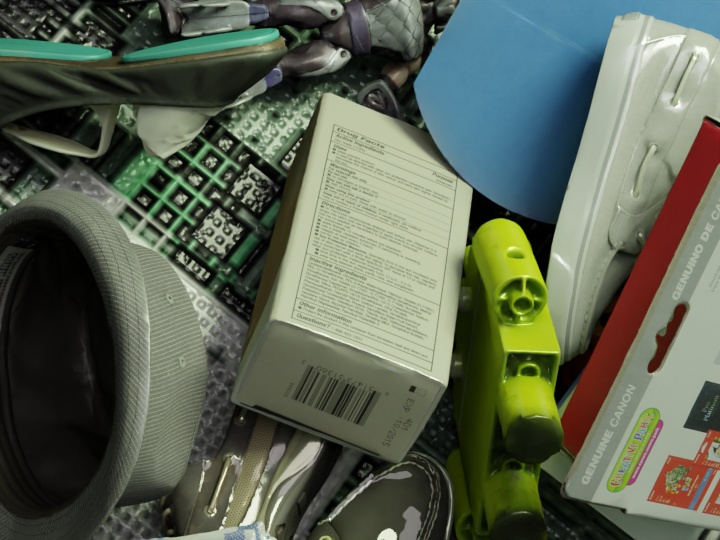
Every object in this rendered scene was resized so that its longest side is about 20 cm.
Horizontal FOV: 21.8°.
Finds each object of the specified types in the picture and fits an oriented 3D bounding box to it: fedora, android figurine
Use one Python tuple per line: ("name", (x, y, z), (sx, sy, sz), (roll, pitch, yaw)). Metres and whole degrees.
("fedora", (-0.142, 0.059, 0.996), (0.090, 0.177, 0.201), (8, 58, -45))
("android figurine", (0.075, 0.060, 1.038), (0.041, 0.183, 0.200), (1, 33, -7))

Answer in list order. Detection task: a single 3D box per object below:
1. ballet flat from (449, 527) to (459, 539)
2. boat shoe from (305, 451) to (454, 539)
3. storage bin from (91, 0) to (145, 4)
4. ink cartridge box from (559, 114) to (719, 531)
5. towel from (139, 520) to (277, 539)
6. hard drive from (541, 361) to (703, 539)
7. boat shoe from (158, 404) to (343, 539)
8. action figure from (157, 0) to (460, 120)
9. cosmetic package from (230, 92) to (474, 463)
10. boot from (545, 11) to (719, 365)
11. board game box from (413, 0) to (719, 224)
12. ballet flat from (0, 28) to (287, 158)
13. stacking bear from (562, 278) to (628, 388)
("ballet flat", (0.071, 0.220, 1.047), (0.067, 0.046, 0.201), (-26, 81, -23))
("boat shoe", (-0.015, 0.181, 1.000), (0.072, 0.061, 0.202), (30, 78, 17))
("storage bin", (-0.092, -0.242, 1.072), (0.135, 0.200, 0.094), (-12, 74, -20))
("ink cartridge box", (0.192, 0.031, 0.990), (0.175, 0.084, 0.201), (14, 108, -32))
("towel", (-0.134, 0.213, 0.957), (0.199, 0.024, 0.148), (-8, 73, 10))
("hard drive", (0.198, 0.060, 1.084), (0.132, 0.025, 0.200), (38, 88, -32))
("boat shoe", (-0.073, 0.136, 1.028), (0.073, 0.075, 0.200), (24, 64, 12))
("action figure", (-0.018, -0.142, 1.126), (0.199, 0.069, 0.131), (-12, 100, -11))
("cosmetic package", (0.000, 0.000, 1.045), (0.105, 0.071, 0.200), (22, 41, -8))
("boot", (0.162, -0.035, 1.029), (0.095, 0.074, 0.201), (15, 100, 9))
("board game box", (0.131, -0.126, 1.077), (0.158, 0.039, 0.201), (30, 101, 0))
("ballet flat", (-0.133, -0.099, 1.056), (0.199, 0.068, 0.069), (1, 105, 18))
("stacking bear", (0.173, -0.020, 1.130), (0.121, 0.114, 0.201), (10, 79, 18))
